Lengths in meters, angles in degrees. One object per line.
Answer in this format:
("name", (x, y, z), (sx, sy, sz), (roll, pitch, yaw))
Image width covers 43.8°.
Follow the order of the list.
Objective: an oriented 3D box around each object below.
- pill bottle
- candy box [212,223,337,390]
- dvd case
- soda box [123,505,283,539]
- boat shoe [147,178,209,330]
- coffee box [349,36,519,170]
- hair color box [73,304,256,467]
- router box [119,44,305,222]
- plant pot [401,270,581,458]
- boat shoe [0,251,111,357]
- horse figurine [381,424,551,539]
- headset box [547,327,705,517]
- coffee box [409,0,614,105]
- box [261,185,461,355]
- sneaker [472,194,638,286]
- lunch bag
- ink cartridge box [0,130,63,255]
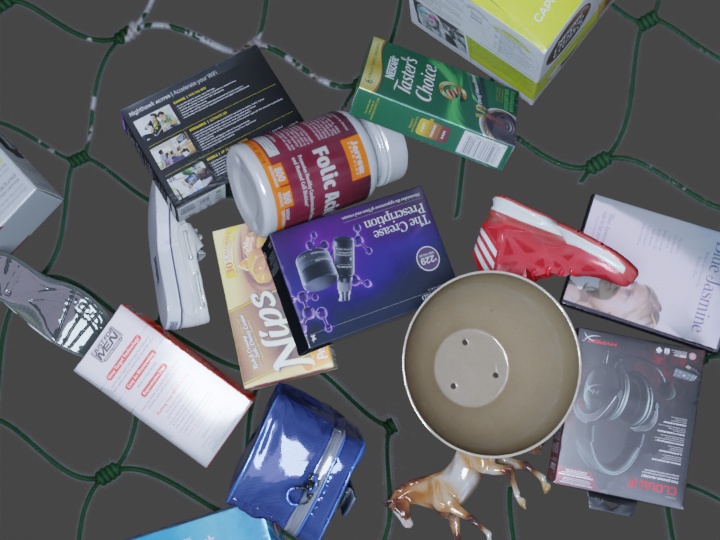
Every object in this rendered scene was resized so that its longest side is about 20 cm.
("pill bottle", (-0.050, -0.124, 1.073), (0.198, 0.114, 0.115), (-23, 80, -22))
("candy box", (-0.106, 0.037, 1.117), (0.114, 0.055, 0.203), (-14, 82, 4))
("dvd case", (0.357, 0.003, 1.088), (0.198, 0.018, 0.144), (18, 85, 8))
("soda box", (-0.198, 0.335, 1.088), (0.198, 0.064, 0.069), (-18, 81, 4))
("boat shoe", (-0.228, -0.025, 1.136), (0.065, 0.072, 0.202), (-3, 67, -24))
("coffee box", (0.091, -0.202, 1.076), (0.198, 0.044, 0.124), (20, 44, -4))
("hair color box", (-0.237, 0.139, 1.101), (0.199, 0.061, 0.102), (37, 88, -2))
("router box", (-0.179, -0.175, 1.127), (0.199, 0.051, 0.150), (-29, 81, -16))
("plant pot", (0.140, 0.111, 1.035), (0.197, 0.135, 0.203), (0, 81, -3))
("boat shoe", (-0.397, 0.046, 1.145), (0.200, 0.065, 0.075), (31, 77, -6))
("horse figurine", (0.136, 0.253, 1.060), (0.201, 0.050, 0.133), (-50, 60, 8))
("headset box", (0.305, 0.180, 1.044), (0.147, 0.077, 0.203), (11, 83, 7))
("coffee box", (0.191, -0.355, 1.059), (0.199, 0.198, 0.200), (38, 89, 9))
("box", (0.000, 0.000, 1.068), (0.198, 0.079, 0.143), (-19, 86, -16))
("sneaker", (0.224, -0.001, 1.073), (0.199, 0.078, 0.117), (31, 99, 32))
("lunch bag", (-0.064, 0.220, 1.015), (0.131, 0.200, 0.137), (27, 89, -4))
("ink cartridge box", (-0.516, -0.117, 1.169), (0.200, 0.083, 0.146), (45, 91, 9))
